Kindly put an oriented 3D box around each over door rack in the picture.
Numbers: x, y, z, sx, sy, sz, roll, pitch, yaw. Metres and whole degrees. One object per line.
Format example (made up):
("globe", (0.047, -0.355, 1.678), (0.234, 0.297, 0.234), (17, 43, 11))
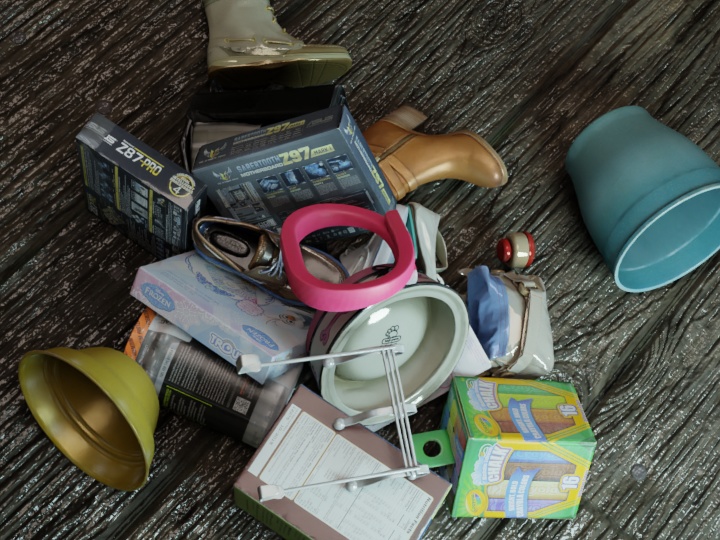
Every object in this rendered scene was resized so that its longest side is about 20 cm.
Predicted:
("over door rack", (-0.035, 0.156, 1.292), (0.199, 0.067, 0.149), (-3, 72, -29))

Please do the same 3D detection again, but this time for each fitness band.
("fitness band", (-0.015, -0.019, 1.378), (0.143, 0.038, 0.200), (-8, 32, -7))

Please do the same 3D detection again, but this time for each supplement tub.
("supplement tub", (-0.179, 0.122, 1.486), (0.199, 0.123, 0.123), (24, 66, 0))

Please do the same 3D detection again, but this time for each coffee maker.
("coffee maker", (-0.113, -0.180, 1.584), (0.199, 0.135, 0.193), (-2, 65, 11))

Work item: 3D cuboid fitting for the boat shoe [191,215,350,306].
("boat shoe", (-0.109, -0.010, 1.457), (0.199, 0.072, 0.073), (18, 82, 7))

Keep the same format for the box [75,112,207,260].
("box", (-0.266, -0.088, 1.515), (0.161, 0.200, 0.049), (32, 67, 6))

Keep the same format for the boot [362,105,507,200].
("boot", (0.078, -0.128, 1.638), (0.199, 0.074, 0.155), (28, 53, 26))

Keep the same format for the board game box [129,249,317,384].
("board game box", (-0.137, 0.042, 1.484), (0.199, 0.044, 0.199), (32, 23, 18))

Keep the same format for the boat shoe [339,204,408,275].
("boat shoe", (0.000, 0.000, 1.580), (0.065, 0.074, 0.201), (23, 77, 8))

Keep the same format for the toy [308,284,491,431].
("toy", (0.049, 0.117, 1.539), (0.199, 0.047, 0.116), (-29, 80, 3))

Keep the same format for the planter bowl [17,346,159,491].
("planter bowl", (-0.293, 0.150, 1.429), (0.200, 0.201, 0.083), (40, 52, 8))

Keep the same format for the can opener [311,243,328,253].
("can opener", (-0.063, -0.023, 1.568), (0.079, 0.063, 0.200), (-41, 42, 16))

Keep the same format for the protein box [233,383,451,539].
("protein box", (-0.025, 0.255, 1.410), (0.199, 0.199, 0.135), (33, 74, 5))

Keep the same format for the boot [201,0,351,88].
("boot", (-0.118, -0.332, 1.709), (0.199, 0.072, 0.156), (-5, 67, -10))

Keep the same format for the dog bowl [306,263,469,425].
("dog bowl", (0.025, 0.079, 1.434), (0.199, 0.201, 0.074), (-25, 45, -18))

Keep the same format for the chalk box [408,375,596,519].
("chalk box", (0.160, 0.209, 1.479), (0.199, 0.124, 0.125), (4, 32, -10))

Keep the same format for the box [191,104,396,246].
("box", (-0.077, -0.101, 1.479), (0.199, 0.158, 0.051), (-14, 41, 22))

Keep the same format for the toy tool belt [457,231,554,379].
("toy tool belt", (0.169, 0.045, 1.573), (0.122, 0.125, 0.201), (0, 71, -16))

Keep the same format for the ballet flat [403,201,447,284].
("ballet flat", (0.086, 0.006, 1.613), (0.069, 0.070, 0.201), (2, 67, -8))

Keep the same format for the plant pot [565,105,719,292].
("plant pot", (0.372, -0.107, 1.640), (0.199, 0.201, 0.188), (-21, 58, -16))
